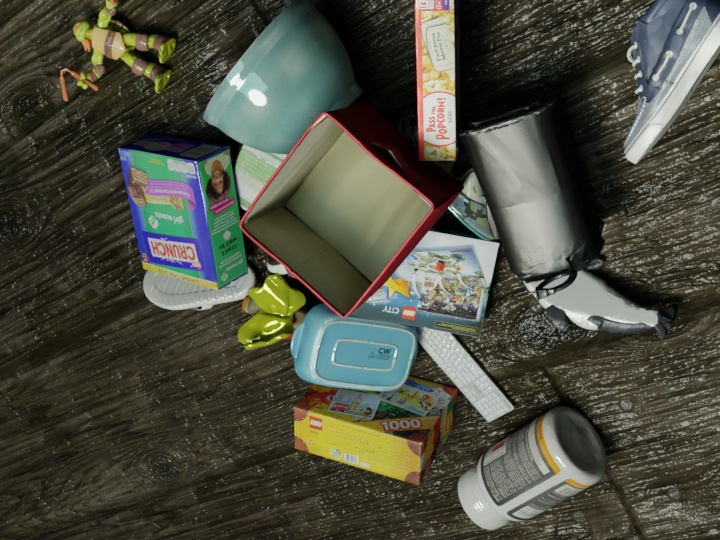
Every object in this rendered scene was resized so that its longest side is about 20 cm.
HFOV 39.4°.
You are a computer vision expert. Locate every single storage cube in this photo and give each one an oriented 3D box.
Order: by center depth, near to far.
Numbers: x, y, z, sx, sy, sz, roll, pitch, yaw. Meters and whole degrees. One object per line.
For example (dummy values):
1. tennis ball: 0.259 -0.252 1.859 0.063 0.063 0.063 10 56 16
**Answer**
1. storage cube: -0.007 -0.078 1.215 0.171 0.180 0.200 41 111 5

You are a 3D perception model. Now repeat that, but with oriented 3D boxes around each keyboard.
1. keyboard: 0.140 0.135 1.456 0.200 0.011 0.056 49 126 -3

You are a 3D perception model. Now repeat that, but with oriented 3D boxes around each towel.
1. towel: -0.099 -0.151 1.421 0.149 0.031 0.200 30 123 7

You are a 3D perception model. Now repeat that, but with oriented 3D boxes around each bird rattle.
1. bird rattle: -0.087 0.068 1.472 0.163 0.200 0.113 15 92 57

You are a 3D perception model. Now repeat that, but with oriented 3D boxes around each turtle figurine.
1. turtle figurine: -0.348 -0.314 1.436 0.161 0.064 0.200 24 116 5

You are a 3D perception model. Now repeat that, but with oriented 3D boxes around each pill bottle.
1. pill bottle: 0.237 0.284 1.419 0.116 0.116 0.200 48 126 -3

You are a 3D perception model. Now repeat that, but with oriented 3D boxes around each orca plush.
1. orca plush: 0.307 0.040 1.304 0.200 0.071 0.105 6 74 20

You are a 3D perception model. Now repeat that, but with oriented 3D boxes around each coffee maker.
1. coffee maker: 0.209 -0.101 1.185 0.134 0.192 0.200 -23 108 4

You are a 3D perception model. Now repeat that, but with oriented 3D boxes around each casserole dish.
1. casserole dish: 0.000 0.113 1.411 0.039 0.200 0.121 31 109 61

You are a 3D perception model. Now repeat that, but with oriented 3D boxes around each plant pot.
1. plant pot: -0.083 -0.224 1.270 0.134 0.200 0.200 41 127 -4

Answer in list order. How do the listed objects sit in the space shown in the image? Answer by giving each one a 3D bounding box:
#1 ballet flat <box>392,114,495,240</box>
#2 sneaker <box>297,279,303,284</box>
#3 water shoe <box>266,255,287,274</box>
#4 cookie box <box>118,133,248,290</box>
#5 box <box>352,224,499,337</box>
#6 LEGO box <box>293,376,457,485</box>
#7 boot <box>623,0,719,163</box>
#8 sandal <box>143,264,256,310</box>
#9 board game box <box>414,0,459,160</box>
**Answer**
1. ballet flat: 0.117 -0.124 1.297 0.200 0.074 0.074 41 126 0
2. sneaker: 0.000 0.000 1.429 0.200 0.070 0.082 15 109 13
3. water shoe: -0.064 -0.077 1.384 0.200 0.072 0.079 -37 121 13
4. cookie box: -0.259 -0.088 1.483 0.171 0.075 0.200 13 122 36
5. box: 0.075 0.005 1.351 0.200 0.038 0.137 10 109 1
6. LEGO box: 0.023 0.216 1.473 0.200 0.149 0.077 12 120 20
7. boot: 0.335 -0.224 1.137 0.090 0.073 0.200 37 118 14
8. sandal: -0.249 0.029 1.572 0.202 0.083 0.050 2 159 25
9. board game box: 0.093 -0.249 1.187 0.046 0.152 0.200 0 116 8
